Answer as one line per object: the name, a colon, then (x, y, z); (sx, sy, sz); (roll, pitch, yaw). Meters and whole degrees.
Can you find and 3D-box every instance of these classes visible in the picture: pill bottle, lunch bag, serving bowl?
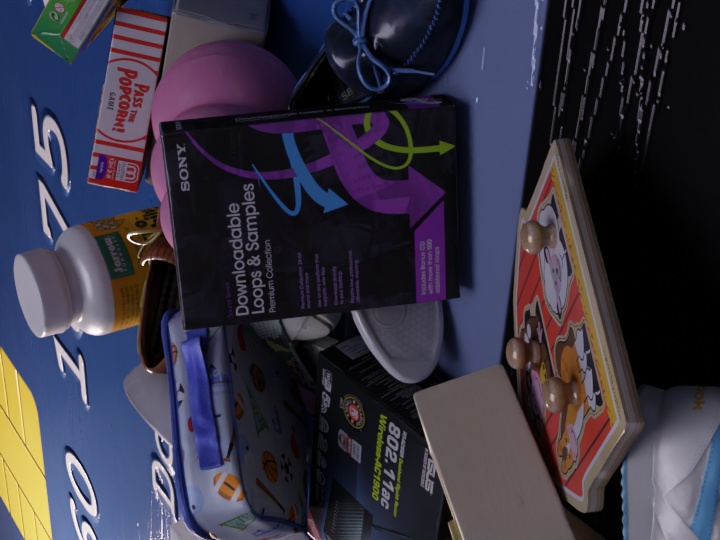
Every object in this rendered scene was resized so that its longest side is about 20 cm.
pill bottle: (-0.236, 0.000, 1.144); (0.113, 0.200, 0.113); (33, 131, 49)
lunch bag: (-0.104, 0.120, 0.933); (0.160, 0.075, 0.201); (42, -146, -63)
serving bowl: (-0.128, 0.140, 1.093); (0.066, 0.200, 0.200); (-51, 47, 3)

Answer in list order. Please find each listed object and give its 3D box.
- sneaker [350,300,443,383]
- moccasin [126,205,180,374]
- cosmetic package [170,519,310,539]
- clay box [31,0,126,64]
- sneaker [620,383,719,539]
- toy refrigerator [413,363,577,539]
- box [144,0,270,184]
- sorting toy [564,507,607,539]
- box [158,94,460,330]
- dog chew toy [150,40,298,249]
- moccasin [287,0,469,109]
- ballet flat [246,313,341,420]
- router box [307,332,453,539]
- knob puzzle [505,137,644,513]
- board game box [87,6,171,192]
sneaker: (0.000, 0.000, 0.891); (0.200, 0.071, 0.099); (65, 159, 10)
moccasin: (-0.158, -0.010, 0.996); (0.073, 0.078, 0.202); (16, 94, 20)
cosmetic package: (-0.099, 0.373, 1.174); (0.200, 0.123, 0.200); (37, 134, 44)
clay box: (-0.202, -0.278, 0.997); (0.048, 0.200, 0.115); (37, 135, -12)
sneaker: (0.188, 0.163, 0.616); (0.081, 0.076, 0.201); (-1, 98, 26)
toy refrigerator: (0.092, 0.165, 0.704); (0.076, 0.070, 0.200); (72, 178, -51)
box: (-0.136, -0.159, 1.006); (0.200, 0.082, 0.069); (113, 164, -46)
sorting toy: (0.150, 0.286, 0.764); (0.200, 0.069, 0.199); (34, 131, 49)
box: (-0.032, -0.039, 0.789); (0.036, 0.199, 0.143); (-115, 19, -67)
dog chew toy: (-0.106, -0.085, 0.884); (0.125, 0.124, 0.200); (112, 165, -47)
moccasin: (0.008, -0.145, 0.798); (0.081, 0.068, 0.200); (65, 149, 16)
ballet flat: (-0.038, 0.058, 0.943); (0.071, 0.069, 0.200); (3, 134, 37)
router box: (0.029, 0.169, 0.904); (0.150, 0.062, 0.201); (33, 132, 39)
knob puzzle: (0.109, 0.049, 0.686); (0.220, 0.030, 0.220); (175, 90, -84)
board game box: (-0.210, -0.164, 1.056); (0.200, 0.046, 0.152); (-121, 42, -75)
